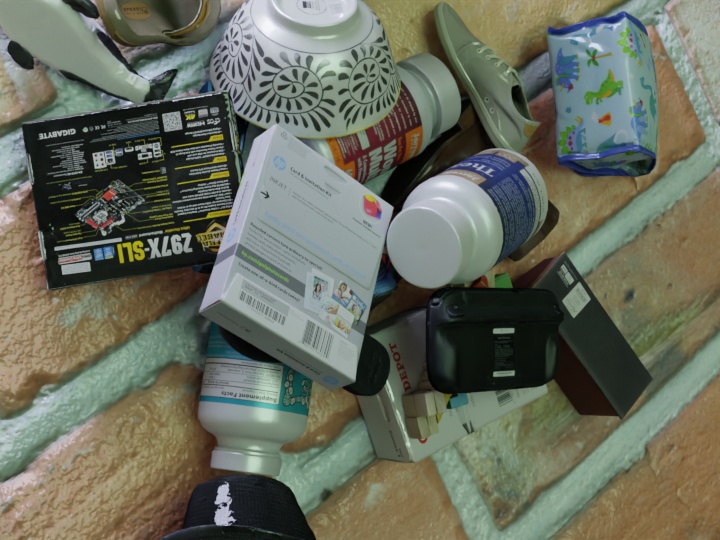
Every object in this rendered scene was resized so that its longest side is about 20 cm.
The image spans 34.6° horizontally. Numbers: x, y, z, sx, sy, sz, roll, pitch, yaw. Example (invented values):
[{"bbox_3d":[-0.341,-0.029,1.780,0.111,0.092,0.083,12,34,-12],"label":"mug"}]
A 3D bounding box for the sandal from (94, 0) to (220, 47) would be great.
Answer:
[{"bbox_3d":[-0.183,-0.262,1.125,0.081,0.054,0.200,63,27,-5],"label":"sandal"}]

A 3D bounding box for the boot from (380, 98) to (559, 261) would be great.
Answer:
[{"bbox_3d":[0.134,-0.069,1.338,0.187,0.064,0.200,-48,113,-22],"label":"boot"}]

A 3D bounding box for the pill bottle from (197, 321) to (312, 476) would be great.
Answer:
[{"bbox_3d":[-0.101,0.100,1.151,0.110,0.111,0.202,12,80,-29],"label":"pill bottle"}]

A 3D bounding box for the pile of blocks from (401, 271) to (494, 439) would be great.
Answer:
[{"bbox_3d":[0.111,0.087,1.206,0.082,0.062,0.201,29,71,-23],"label":"pile of blocks"}]

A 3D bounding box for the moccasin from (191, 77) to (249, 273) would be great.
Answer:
[{"bbox_3d":[-0.134,-0.095,1.167,0.068,0.080,0.202,8,82,-25],"label":"moccasin"}]

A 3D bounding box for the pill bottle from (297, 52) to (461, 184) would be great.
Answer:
[{"bbox_3d":[0.007,-0.156,1.239,0.199,0.109,0.110,-30,100,-29],"label":"pill bottle"}]

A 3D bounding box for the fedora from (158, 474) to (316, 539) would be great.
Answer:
[{"bbox_3d":[-0.105,0.256,1.117,0.200,0.200,0.092,20,51,-27],"label":"fedora"}]

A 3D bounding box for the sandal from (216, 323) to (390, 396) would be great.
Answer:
[{"bbox_3d":[-0.045,0.062,1.100,0.199,0.043,0.077,23,73,-33],"label":"sandal"}]

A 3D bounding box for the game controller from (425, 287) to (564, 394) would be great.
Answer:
[{"bbox_3d":[0.139,0.070,1.180,0.199,0.042,0.105,2,96,-43],"label":"game controller"}]

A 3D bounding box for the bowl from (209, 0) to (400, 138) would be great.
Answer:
[{"bbox_3d":[-0.051,-0.233,1.160,0.199,0.095,0.202,4,48,-5],"label":"bowl"}]

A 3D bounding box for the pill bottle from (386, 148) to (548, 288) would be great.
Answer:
[{"bbox_3d":[0.108,-0.052,1.184,0.200,0.110,0.112,-32,102,-55],"label":"pill bottle"}]

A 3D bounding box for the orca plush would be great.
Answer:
[{"bbox_3d":[-0.267,-0.235,1.111,0.199,0.105,0.071,22,43,-24],"label":"orca plush"}]

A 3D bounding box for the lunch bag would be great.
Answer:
[{"bbox_3d":[0.308,-0.207,1.415,0.200,0.127,0.171,1,84,-59],"label":"lunch bag"}]

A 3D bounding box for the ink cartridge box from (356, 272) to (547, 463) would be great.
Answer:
[{"bbox_3d":[0.091,0.106,1.277,0.199,0.084,0.147,-22,95,-29],"label":"ink cartridge box"}]

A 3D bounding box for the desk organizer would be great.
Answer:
[{"bbox_3d":[0.253,0.080,1.379,0.072,0.077,0.200,-45,107,-26],"label":"desk organizer"}]

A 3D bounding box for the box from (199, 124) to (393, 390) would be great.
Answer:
[{"bbox_3d":[-0.053,-0.013,1.070,0.156,0.041,0.201,33,53,-28],"label":"box"}]

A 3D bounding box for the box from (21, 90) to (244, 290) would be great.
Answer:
[{"bbox_3d":[-0.208,-0.075,1.094,0.199,0.049,0.161,-10,92,-3],"label":"box"}]

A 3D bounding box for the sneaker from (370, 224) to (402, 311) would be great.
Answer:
[{"bbox_3d":[0.000,0.000,1.216,0.079,0.075,0.200,48,25,0],"label":"sneaker"}]

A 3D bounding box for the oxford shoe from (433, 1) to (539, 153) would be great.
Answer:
[{"bbox_3d":[0.146,-0.227,1.329,0.075,0.058,0.201,-6,66,-61],"label":"oxford shoe"}]
